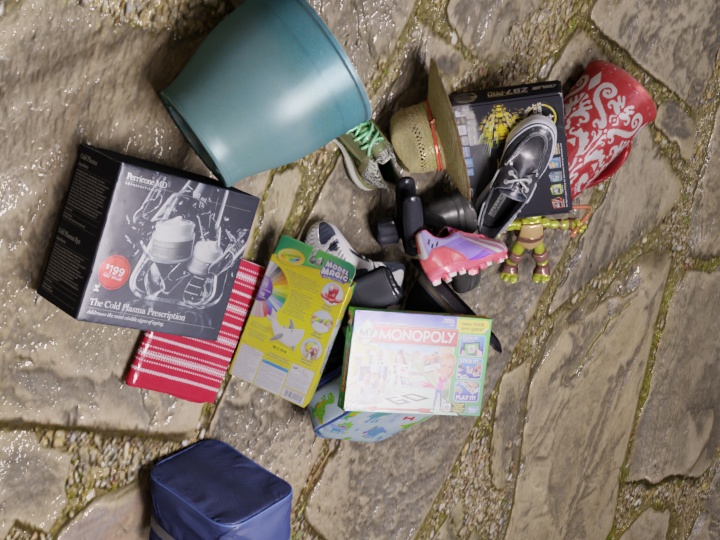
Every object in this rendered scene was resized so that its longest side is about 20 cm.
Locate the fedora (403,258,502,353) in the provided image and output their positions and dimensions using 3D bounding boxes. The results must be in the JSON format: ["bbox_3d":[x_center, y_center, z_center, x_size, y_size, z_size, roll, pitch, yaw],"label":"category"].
[{"bbox_3d":[0.114,0.076,1.785,0.092,0.201,0.200,-45,136,4],"label":"fedora"}]

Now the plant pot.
[{"bbox_3d":[-0.119,-0.202,1.440,0.188,0.200,0.201,-38,133,-8],"label":"plant pot"}]

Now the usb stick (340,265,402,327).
[{"bbox_3d":[-0.040,0.053,1.663,0.199,0.033,0.056,-24,104,13],"label":"usb stick"}]

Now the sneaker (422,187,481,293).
[{"bbox_3d":[0.127,-0.039,1.842,0.090,0.076,0.201,-18,134,-6],"label":"sneaker"}]

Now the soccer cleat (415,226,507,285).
[{"bbox_3d":[0.143,-0.032,1.733,0.199,0.066,0.077,-16,82,-55],"label":"soccer cleat"}]

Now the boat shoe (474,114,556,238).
[{"bbox_3d":[0.219,-0.127,1.769,0.071,0.068,0.201,24,125,-11],"label":"boat shoe"}]

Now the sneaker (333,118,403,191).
[{"bbox_3d":[0.008,-0.175,1.640,0.077,0.088,0.200,-50,136,-14],"label":"sneaker"}]

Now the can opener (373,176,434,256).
[{"bbox_3d":[0.065,-0.068,1.694,0.078,0.064,0.200,-24,165,-10],"label":"can opener"}]

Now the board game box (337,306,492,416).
[{"bbox_3d":[0.073,0.122,1.655,0.198,0.029,0.136,4,97,-20],"label":"board game box"}]

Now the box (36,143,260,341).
[{"bbox_3d":[-0.244,-0.030,1.444,0.199,0.104,0.184,12,98,-43],"label":"box"}]

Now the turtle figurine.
[{"bbox_3d":[0.253,-0.053,1.933,0.198,0.065,0.162,-8,136,-9],"label":"turtle figurine"}]

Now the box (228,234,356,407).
[{"bbox_3d":[-0.086,0.063,1.633,0.048,0.117,0.201,-35,147,-75],"label":"box"}]

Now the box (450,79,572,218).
[{"bbox_3d":[0.221,-0.171,1.811,0.049,0.160,0.201,-80,162,-54],"label":"box"}]

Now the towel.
[{"bbox_3d":[-0.211,0.070,1.597,0.144,0.022,0.201,20,93,-45],"label":"towel"}]

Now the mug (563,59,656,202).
[{"bbox_3d":[0.358,-0.193,1.932,0.200,0.133,0.178,-48,113,-10],"label":"mug"}]

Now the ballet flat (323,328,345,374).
[{"bbox_3d":[-0.034,0.110,1.766,0.199,0.072,0.073,-16,120,-39],"label":"ballet flat"}]

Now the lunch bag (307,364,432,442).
[{"bbox_3d":[0.028,0.178,1.772,0.160,0.083,0.199,-31,155,26],"label":"lunch bag"}]

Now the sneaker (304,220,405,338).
[{"bbox_3d":[0.000,0.000,1.735,0.200,0.079,0.130,57,37,-15],"label":"sneaker"}]

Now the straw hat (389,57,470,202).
[{"bbox_3d":[0.083,-0.179,1.687,0.084,0.202,0.202,-14,125,-1],"label":"straw hat"}]

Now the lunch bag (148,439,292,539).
[{"bbox_3d":[-0.178,0.331,1.626,0.135,0.199,0.133,-21,126,-42],"label":"lunch bag"}]
